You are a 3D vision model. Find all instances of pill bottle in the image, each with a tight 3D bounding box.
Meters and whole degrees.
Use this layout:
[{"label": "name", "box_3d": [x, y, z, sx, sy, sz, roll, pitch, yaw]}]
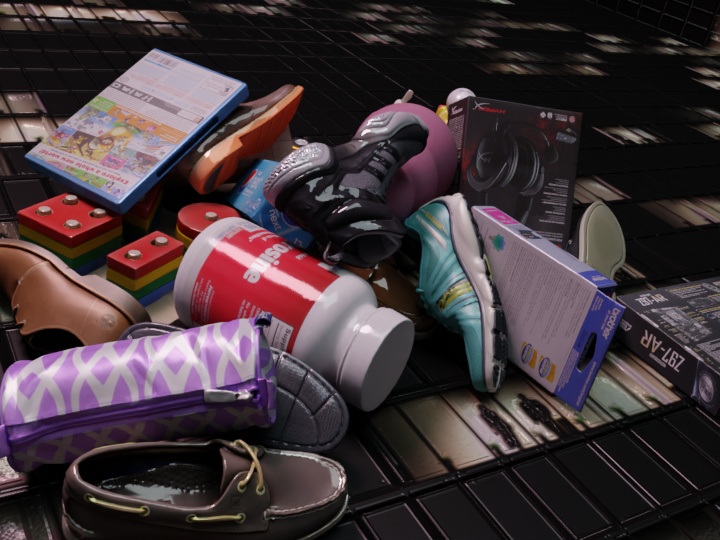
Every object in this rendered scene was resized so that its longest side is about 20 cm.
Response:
[{"label": "pill bottle", "box_3d": [-0.058, 0.040, 0.711, 0.198, 0.114, 0.112, 26, 32, 23]}]

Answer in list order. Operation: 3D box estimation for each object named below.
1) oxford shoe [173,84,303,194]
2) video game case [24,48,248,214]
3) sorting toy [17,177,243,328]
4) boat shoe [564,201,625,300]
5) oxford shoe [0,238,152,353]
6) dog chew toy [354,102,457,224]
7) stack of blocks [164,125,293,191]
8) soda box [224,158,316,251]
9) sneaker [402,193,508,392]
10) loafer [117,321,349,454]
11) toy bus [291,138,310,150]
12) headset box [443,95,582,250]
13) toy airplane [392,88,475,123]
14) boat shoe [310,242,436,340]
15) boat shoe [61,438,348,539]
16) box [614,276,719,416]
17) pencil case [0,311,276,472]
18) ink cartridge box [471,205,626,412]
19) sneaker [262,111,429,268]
[{"label": "oxford shoe", "box_3d": [-0.136, -0.166, 0.899, 0.073, 0.072, 0.200, 39, 48, 6]}, {"label": "video game case", "box_3d": [-0.231, -0.153, 0.849, 0.142, 0.018, 0.201, 25, 58, 24]}, {"label": "sorting toy", "box_3d": [-0.221, -0.030, 0.817, 0.198, 0.070, 0.199, 23, 31, 20]}, {"label": "boat shoe", "box_3d": [0.252, 0.001, 0.915, 0.074, 0.066, 0.201, 36, 45, -20]}, {"label": "oxford shoe", "box_3d": [-0.279, 0.028, 0.701, 0.198, 0.072, 0.072, 20, 55, 24]}, {"label": "dog chew toy", "box_3d": [0.035, -0.104, 0.883, 0.123, 0.126, 0.200, 17, 32, 9]}, {"label": "stack of blocks", "box_3d": [-0.192, -0.135, 0.966, 0.198, 0.060, 0.115, -9, -3, -32]}, {"label": "soda box", "box_3d": [-0.088, -0.070, 0.851, 0.068, 0.064, 0.200, 39, -3, -19]}, {"label": "sneaker", "box_3d": [0.094, 0.025, 0.789, 0.079, 0.077, 0.203, -19, 67, 13]}, {"label": "loafer", "box_3d": [-0.100, 0.094, 0.652, 0.197, 0.063, 0.073, 19, 72, 9]}, {"label": "toy bus", "box_3d": [-0.026, -0.107, 1.033, 0.197, 0.066, 0.078, 18, 31, 9]}, {"label": "headset box", "box_3d": [0.174, -0.093, 0.968, 0.147, 0.203, 0.077, 6, 1, -12]}, {"label": "toy airplane", "box_3d": [0.131, -0.185, 1.147, 0.198, 0.143, 0.198, -17, 40, -42]}, {"label": "boat shoe", "box_3d": [0.000, 0.000, 0.847, 0.199, 0.069, 0.072, 31, 33, 29]}, {"label": "boat shoe", "box_3d": [-0.098, 0.148, 0.549, 0.197, 0.060, 0.072, 2, 41, -17]}, {"label": "box", "box_3d": [0.396, 0.075, 0.891, 0.198, 0.044, 0.160, -8, 35, -32]}, {"label": "pencil case", "box_3d": [-0.152, 0.090, 0.574, 0.197, 0.085, 0.086, -11, 23, -1]}, {"label": "ink cartridge box", "box_3d": [0.170, 0.033, 0.800, 0.042, 0.121, 0.200, -5, 32, -38]}, {"label": "sneaker", "box_3d": [0.012, -0.070, 0.739, 0.199, 0.076, 0.114, -28, 77, -39]}]
